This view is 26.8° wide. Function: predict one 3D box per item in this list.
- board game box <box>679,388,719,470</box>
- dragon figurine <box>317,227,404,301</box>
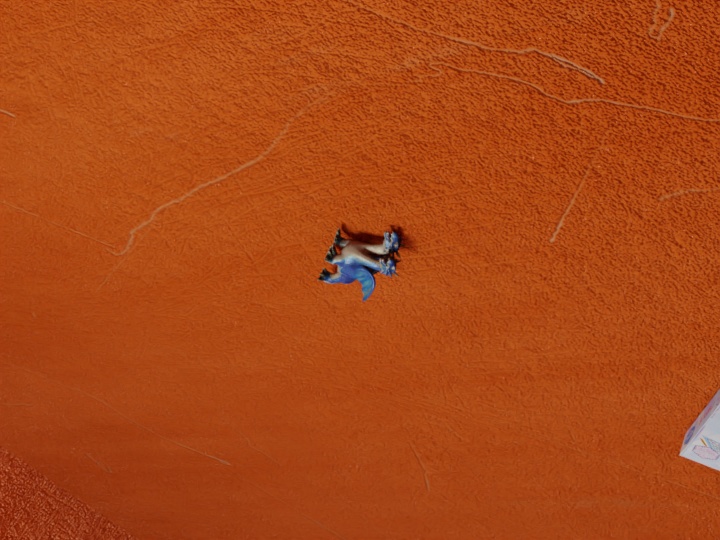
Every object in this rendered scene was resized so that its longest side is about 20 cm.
[{"bbox_3d":[0.551,0.232,2.021,0.199,0.041,0.200,22,152,4],"label":"board game box"},{"bbox_3d":[0.000,0.000,2.031,0.099,0.059,0.200,24,151,1],"label":"dragon figurine"}]
